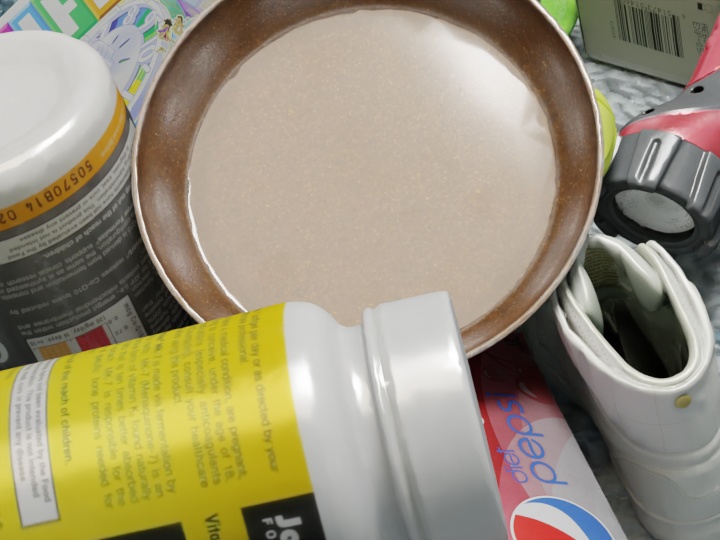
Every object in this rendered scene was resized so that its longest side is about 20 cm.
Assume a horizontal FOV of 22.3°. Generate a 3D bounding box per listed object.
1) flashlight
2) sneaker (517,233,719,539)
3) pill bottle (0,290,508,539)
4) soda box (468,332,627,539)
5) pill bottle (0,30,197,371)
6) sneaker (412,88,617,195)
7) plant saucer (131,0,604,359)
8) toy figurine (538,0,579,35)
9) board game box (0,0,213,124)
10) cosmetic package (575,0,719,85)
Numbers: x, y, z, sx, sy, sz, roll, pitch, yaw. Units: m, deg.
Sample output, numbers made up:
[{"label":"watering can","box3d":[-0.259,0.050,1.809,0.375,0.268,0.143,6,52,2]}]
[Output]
[{"label":"flashlight","box3d":[0.172,-0.101,0.882,0.068,0.068,0.200,-14,44,53]},{"label":"sneaker","box3d":[0.111,0.014,0.807,0.073,0.116,0.200,-23,40,-5]},{"label":"pill bottle","box3d":[-0.053,0.076,0.674,0.199,0.115,0.115,-14,42,4]},{"label":"soda box","box3d":[0.060,0.110,0.739,0.063,0.070,0.200,4,36,-23]},{"label":"pill bottle","box3d":[-0.136,0.000,0.837,0.116,0.200,0.117,-11,41,10]},{"label":"sneaker","box3d":[0.014,-0.054,0.836,0.199,0.074,0.084,0,51,21]},{"label":"plant saucer","box3d":[0.004,-0.044,0.779,0.199,0.035,0.201,-2,70,7]},{"label":"toy figurine","box3d":[0.046,-0.155,0.929,0.150,0.184,0.200,29,62,20]},{"label":"board game box","box3d":[-0.127,-0.087,0.932,0.200,0.034,0.135,-40,82,18]},{"label":"cosmetic package","box3d":[0.215,-0.193,1.025,0.103,0.073,0.200,23,55,36]}]
